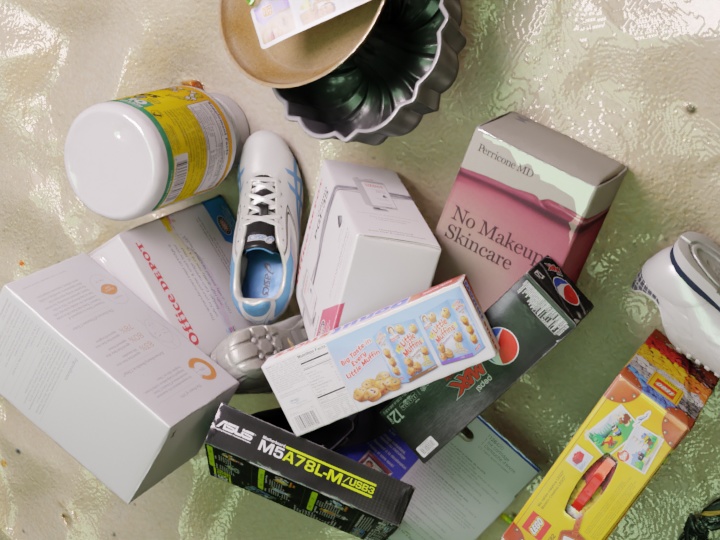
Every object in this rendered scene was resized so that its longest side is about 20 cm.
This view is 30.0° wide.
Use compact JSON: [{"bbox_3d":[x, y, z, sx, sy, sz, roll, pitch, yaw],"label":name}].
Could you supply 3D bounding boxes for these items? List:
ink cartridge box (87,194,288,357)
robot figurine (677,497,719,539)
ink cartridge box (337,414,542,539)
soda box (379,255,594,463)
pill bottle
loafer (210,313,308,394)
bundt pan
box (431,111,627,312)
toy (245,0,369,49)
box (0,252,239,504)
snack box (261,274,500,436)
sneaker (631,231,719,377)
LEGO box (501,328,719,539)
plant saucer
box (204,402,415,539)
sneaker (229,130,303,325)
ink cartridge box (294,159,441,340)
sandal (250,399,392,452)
[{"bbox_3d":[-0.203,0.036,1.375,0.144,0.200,0.148,-32,88,28],"label":"ink cartridge box"},{"bbox_3d":[0.346,0.311,1.258,0.144,0.058,0.202,31,115,15],"label":"robot figurine"},{"bbox_3d":[0.058,0.192,1.363,0.197,0.047,0.200,42,117,5],"label":"ink cartridge box"},{"bbox_3d":[0.110,0.079,1.184,0.063,0.071,0.200,48,117,6],"label":"soda box"},{"bbox_3d":[-0.192,-0.122,1.329,0.112,0.200,0.114,7,107,24],"label":"pill bottle"},{"bbox_3d":[-0.079,0.086,1.331,0.070,0.199,0.071,-33,70,31],"label":"loafer"},{"bbox_3d":[0.014,-0.207,1.250,0.200,0.076,0.204,-10,72,33],"label":"bundt pan"},{"bbox_3d":[0.141,-0.026,1.243,0.127,0.109,0.202,27,114,17],"label":"box"},{"bbox_3d":[-0.022,-0.286,1.164,0.198,0.047,0.116,-22,76,20],"label":"toy"},{"bbox_3d":[-0.232,0.093,1.219,0.199,0.124,0.098,38,116,11],"label":"box"},{"bbox_3d":[0.015,0.075,1.153,0.198,0.024,0.072,-24,99,20],"label":"snack box"},{"bbox_3d":[0.330,0.062,1.205,0.201,0.076,0.080,54,130,10],"label":"sneaker"},{"bbox_3d":[0.230,0.170,1.228,0.077,0.149,0.201,36,115,13],"label":"LEGO box"},{"bbox_3d":[-0.044,-0.259,1.236,0.198,0.035,0.203,-10,72,33],"label":"plant saucer"},{"bbox_3d":[-0.052,0.198,1.275,0.191,0.200,0.048,25,73,4],"label":"box"},{"bbox_3d":[-0.094,-0.047,1.344,0.071,0.073,0.203,1,76,-2],"label":"sneaker"},{"bbox_3d":[0.000,0.000,1.262,0.082,0.200,0.148,9,111,-15],"label":"ink cartridge box"},{"bbox_3d":[-0.040,0.157,1.339,0.199,0.043,0.076,-27,108,31],"label":"sandal"}]
